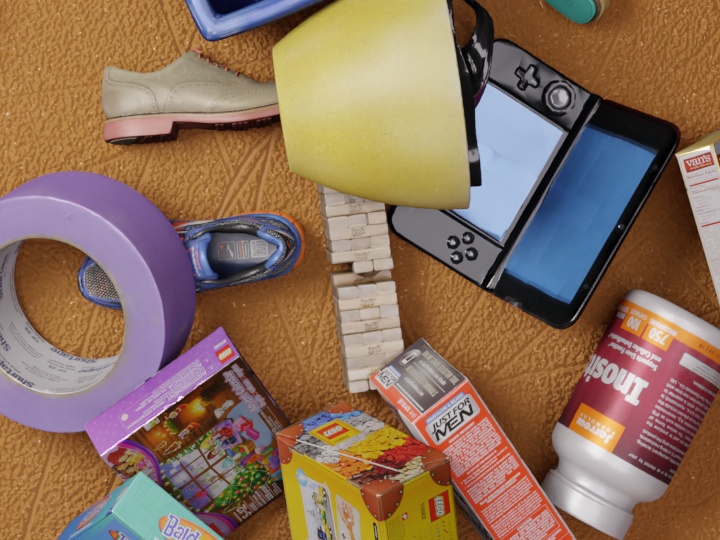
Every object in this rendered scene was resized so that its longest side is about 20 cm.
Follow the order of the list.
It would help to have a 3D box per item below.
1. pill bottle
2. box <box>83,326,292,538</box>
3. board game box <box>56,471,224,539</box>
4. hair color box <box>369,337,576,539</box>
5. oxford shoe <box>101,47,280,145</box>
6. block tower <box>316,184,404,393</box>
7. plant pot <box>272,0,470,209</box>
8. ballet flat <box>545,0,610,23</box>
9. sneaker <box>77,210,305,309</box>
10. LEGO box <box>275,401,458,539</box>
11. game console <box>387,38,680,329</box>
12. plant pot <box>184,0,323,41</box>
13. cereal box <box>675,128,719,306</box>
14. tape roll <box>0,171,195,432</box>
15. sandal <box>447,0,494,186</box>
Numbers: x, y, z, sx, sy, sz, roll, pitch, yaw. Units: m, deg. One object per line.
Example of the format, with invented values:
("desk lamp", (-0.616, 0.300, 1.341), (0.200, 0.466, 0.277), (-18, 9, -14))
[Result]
("pill bottle", (0.239, 0.128, 1.486), (0.112, 0.113, 0.201), (28, 89, -8))
("box", (-0.127, 0.147, 1.411), (0.136, 0.200, 0.039), (-35, 52, -4))
("board game box", (-0.166, 0.249, 1.398), (0.152, 0.200, 0.045), (41, 59, -8))
("hair color box", (0.097, 0.164, 1.444), (0.064, 0.111, 0.201), (-36, 114, -6))
("oxford shoe", (-0.124, -0.156, 1.445), (0.198, 0.070, 0.076), (-8, 87, -9))
("block tower", (0.000, 0.000, 1.477), (0.053, 0.058, 0.203), (-8, 96, -7))
("plant pot", (0.005, -0.139, 1.367), (0.140, 0.200, 0.203), (-9, 94, 0))
("ballet flat", (0.138, -0.293, 1.484), (0.199, 0.069, 0.063), (36, 60, -10))
("sneaker", (-0.146, -0.013, 1.441), (0.198, 0.078, 0.076), (-14, 93, -1))
("LEGO box", (0.011, 0.233, 1.410), (0.077, 0.148, 0.202), (-21, 116, -31))
("game console", (0.146, -0.079, 1.459), (0.171, 0.119, 0.201), (31, 88, -8))
("plant pot", (-0.077, -0.308, 1.386), (0.198, 0.180, 0.202), (-22, 96, -6))
("cereal box", (0.332, -0.021, 1.478), (0.039, 0.144, 0.202), (-15, 95, 25))
("tape roll", (-0.241, 0.025, 1.394), (0.198, 0.085, 0.202), (4, 108, 11))
("sandal", (0.096, -0.172, 1.457), (0.047, 0.075, 0.203), (-7, 82, 1))
